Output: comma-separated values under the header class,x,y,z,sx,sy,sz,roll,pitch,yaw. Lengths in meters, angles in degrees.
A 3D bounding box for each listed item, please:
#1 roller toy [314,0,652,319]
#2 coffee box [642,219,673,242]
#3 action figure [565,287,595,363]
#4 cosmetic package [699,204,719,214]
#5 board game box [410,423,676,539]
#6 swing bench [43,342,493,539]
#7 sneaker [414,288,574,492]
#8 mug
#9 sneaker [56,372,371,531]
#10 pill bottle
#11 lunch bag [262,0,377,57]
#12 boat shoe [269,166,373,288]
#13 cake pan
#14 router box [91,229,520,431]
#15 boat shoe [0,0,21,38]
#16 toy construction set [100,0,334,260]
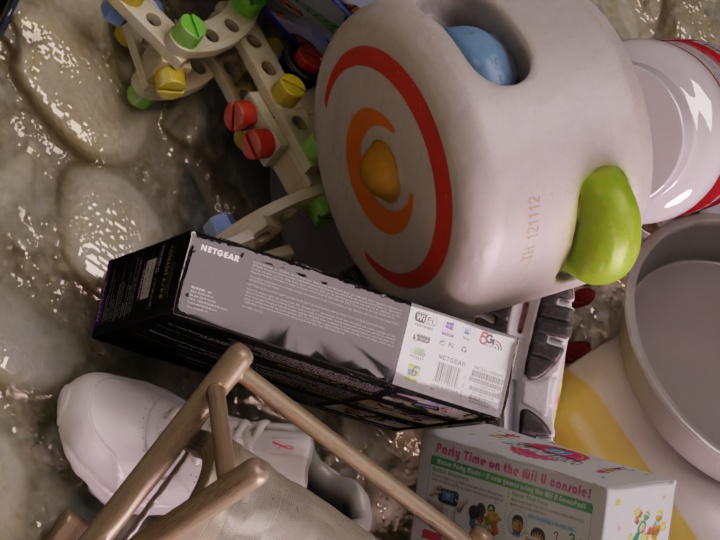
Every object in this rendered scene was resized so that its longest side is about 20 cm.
class,x,y,z,sx,sy,sz,roll,pitch,yaw
roller toy,0.060,-0.068,1.515,0.139,0.200,0.184,-15,91,-27
coffee box,0.111,-0.087,1.778,0.199,0.080,0.115,26,53,-33
action figure,0.097,-0.019,1.702,0.200,0.099,0.066,34,47,-35
cosmetic package,0.307,-0.039,1.853,0.199,0.122,0.201,15,59,-71
board game box,0.092,0.200,1.516,0.064,0.147,0.201,-1,101,-43
swing bench,-0.056,0.186,1.428,0.199,0.200,0.130,39,18,-24
sneaker,0.086,0.090,1.632,0.078,0.090,0.201,18,88,2
mug,0.164,0.129,1.683,0.186,0.149,0.154,-22,78,-53
sneaker,-0.074,0.102,1.498,0.199,0.099,0.078,28,53,-31
pill bottle,0.179,-0.086,1.656,0.113,0.112,0.200,66,20,4
lunch bag,-0.015,-0.172,1.641,0.076,0.160,0.200,-53,127,-14
boat shoe,0.000,0.000,1.652,0.057,0.068,0.201,37,31,-72
cake pan,0.243,0.057,1.674,0.199,0.037,0.201,16,50,-20
router box,-0.033,0.037,1.499,0.199,0.149,0.051,19,77,-20
boat shoe,-0.237,-0.122,1.482,0.075,0.062,0.200,49,45,-17
toy construction set,-0.072,-0.084,1.596,0.131,0.092,0.201,-8,76,-44
